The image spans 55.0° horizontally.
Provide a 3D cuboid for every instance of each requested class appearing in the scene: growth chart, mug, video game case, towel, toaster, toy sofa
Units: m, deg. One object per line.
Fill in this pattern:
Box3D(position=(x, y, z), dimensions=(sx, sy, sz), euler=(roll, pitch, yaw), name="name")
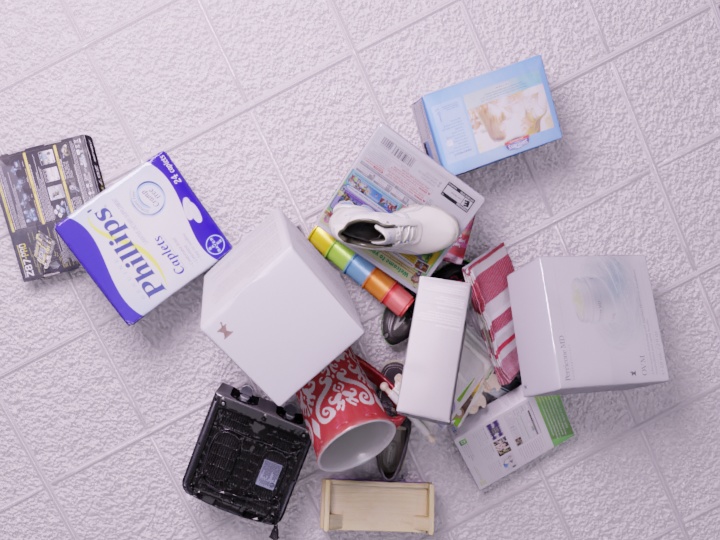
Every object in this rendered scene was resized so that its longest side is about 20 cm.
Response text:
Box3D(position=(0.142, 0.176, 1.109), dimensions=(0.199, 0.018, 0.146), euler=(-40, 94, -22), name="growth chart")
Box3D(position=(-0.032, 0.199, 1.108), dimensions=(0.133, 0.177, 0.202), euler=(-40, 54, 15), name="mug")
Box3D(position=(0.059, -0.091, 1.051), dimensions=(0.198, 0.022, 0.184), euler=(33, 106, -11), name="video game case")
Box3D(position=(0.239, 0.068, 1.146), dimensions=(0.022, 0.143, 0.204), euler=(-14, 100, 41), name="towel")
Box3D(position=(-0.182, 0.306, 1.141), dimensions=(0.177, 0.119, 0.204), euler=(21, 95, -5), name="toaster")
Box3D(position=(0.028, 0.404, 1.191), dimensions=(0.194, 0.098, 0.085), euler=(3, 76, -3), name="toy sofa")

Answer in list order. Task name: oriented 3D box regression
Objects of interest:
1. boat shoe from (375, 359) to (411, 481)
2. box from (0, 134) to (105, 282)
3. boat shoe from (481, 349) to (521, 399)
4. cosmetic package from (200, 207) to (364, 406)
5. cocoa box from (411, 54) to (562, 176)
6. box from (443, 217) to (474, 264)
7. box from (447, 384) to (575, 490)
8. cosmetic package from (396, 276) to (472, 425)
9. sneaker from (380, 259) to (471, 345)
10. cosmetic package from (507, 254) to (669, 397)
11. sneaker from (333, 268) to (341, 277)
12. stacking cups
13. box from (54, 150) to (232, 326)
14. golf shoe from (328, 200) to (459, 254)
Box3D(position=(0.057, 0.257, 1.178), dimensions=(0.070, 0.065, 0.206), euler=(5, 95, -3), name="boat shoe")
Box3D(position=(-0.488, -0.100, 1.114), dimensions=(0.157, 0.049, 0.205), euler=(-15, 97, -4), name="box")
Box3D(position=(0.190, 0.154, 1.173), dimensions=(0.197, 0.072, 0.069), euler=(27, 95, -9), name="boat shoe")
Box3D(position=(-0.119, 0.046, 1.006), dimensions=(0.166, 0.201, 0.167), euler=(-39, 112, 5), name="cosmetic package")
Box3D(position=(0.196, -0.238, 1.100), dimensions=(0.195, 0.131, 0.136), euler=(-19, 97, -1), name="cocoa box")
Box3D(position=(0.078, -0.085, 1.125), dimensions=(0.195, 0.100, 0.098), euler=(15, 97, -5), name="box")
Box3D(position=(0.260, 0.275, 1.182), dimensions=(0.197, 0.037, 0.146), euler=(-29, 122, 1), name="box")
Box3D(position=(0.111, 0.122, 1.030), dimensions=(0.088, 0.107, 0.205), euler=(6, 79, 10), name="cosmetic package")
Box3D(position=(0.114, 0.049, 1.150), dimensions=(0.199, 0.084, 0.077), euler=(-39, 97, 1), name="sneaker")
Box3D(position=(0.357, 0.089, 1.103), dimensions=(0.195, 0.123, 0.205), euler=(-2, 75, -14), name="cosmetic package")
Box3D(position=(-0.134, 0.026, 1.138), dimensions=(0.195, 0.078, 0.102), euler=(13, 99, -4), name="sneaker")
Box3D(position=(0.000, 0.000, 1.128), dimensions=(0.200, 0.060, 0.061), euler=(44, 93, 7), name="stacking cups")
Box3D(position=(-0.331, -0.048, 1.073), dimensions=(0.199, 0.105, 0.186), euler=(-38, 102, -13), name="box")
Box3D(position=(0.051, -0.051, 1.002), dimensions=(0.194, 0.098, 0.080), euler=(2, 109, -2), name="golf shoe")
